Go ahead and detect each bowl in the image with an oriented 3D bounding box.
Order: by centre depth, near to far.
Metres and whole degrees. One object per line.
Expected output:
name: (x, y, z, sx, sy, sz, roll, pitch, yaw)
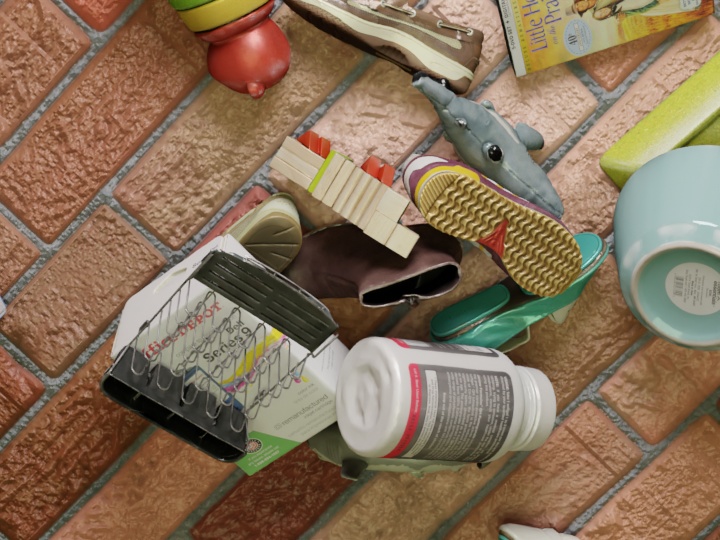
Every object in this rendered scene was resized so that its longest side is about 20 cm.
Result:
bowl: (0.320, -0.004, 1.253, 0.200, 0.105, 0.202, 16, 130, 19)

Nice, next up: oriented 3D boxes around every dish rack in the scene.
dish rack: (-0.122, 0.074, 1.197, 0.153, 0.055, 0.200, 32, 127, -19)

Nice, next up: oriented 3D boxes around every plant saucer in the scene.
plant saucer: (0.372, -0.097, 1.303, 0.200, 0.048, 0.200, -42, 100, 10)

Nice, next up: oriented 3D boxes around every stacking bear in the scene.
stacking bear: (-0.130, -0.258, 1.246, 0.113, 0.122, 0.201, -16, 114, 20)

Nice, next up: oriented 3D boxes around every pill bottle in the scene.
pill bottle: (0.085, 0.125, 1.271, 0.199, 0.111, 0.111, 8, 106, -32)

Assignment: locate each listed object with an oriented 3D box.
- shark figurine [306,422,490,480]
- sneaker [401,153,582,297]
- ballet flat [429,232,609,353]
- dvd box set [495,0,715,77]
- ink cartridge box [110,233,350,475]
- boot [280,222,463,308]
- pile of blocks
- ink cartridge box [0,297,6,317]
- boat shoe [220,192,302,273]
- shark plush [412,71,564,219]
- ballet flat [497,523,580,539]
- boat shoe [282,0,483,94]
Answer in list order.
shark figurine: (0.051, 0.161, 1.337, 0.213, 0.128, 0.090, 2, 94, -1)
sneaker: (0.125, -0.050, 1.256, 0.199, 0.090, 0.075, 33, 103, -28)
ballet flat: (0.165, 0.034, 1.338, 0.199, 0.068, 0.071, -30, 126, 8)
dvd box set: (0.223, -0.268, 1.236, 0.199, 0.030, 0.147, -17, 137, 4)
ink cartridge box: (-0.119, 0.083, 1.297, 0.145, 0.088, 0.200, -33, 117, 22)
boot: (0.000, 0.000, 1.272, 0.199, 0.166, 0.073, -13, 103, 6)
pile of blocks: (0.000, -0.079, 1.260, 0.082, 0.200, 0.062, 24, 100, -51)
ink cartridge box: (-0.479, 0.026, 1.330, 0.199, 0.086, 0.147, -25, 102, 5)
boat shoe: (-0.136, 0.002, 1.335, 0.073, 0.063, 0.201, 36, 114, -24)
shark plush: (0.124, -0.126, 1.255, 0.091, 0.083, 0.200, -33, 126, 3)
ballet flat: (0.224, 0.319, 1.406, 0.069, 0.069, 0.200, -40, 104, 10)
boat shoe: (0.024, -0.242, 1.269, 0.201, 0.075, 0.075, 26, 90, -12)
